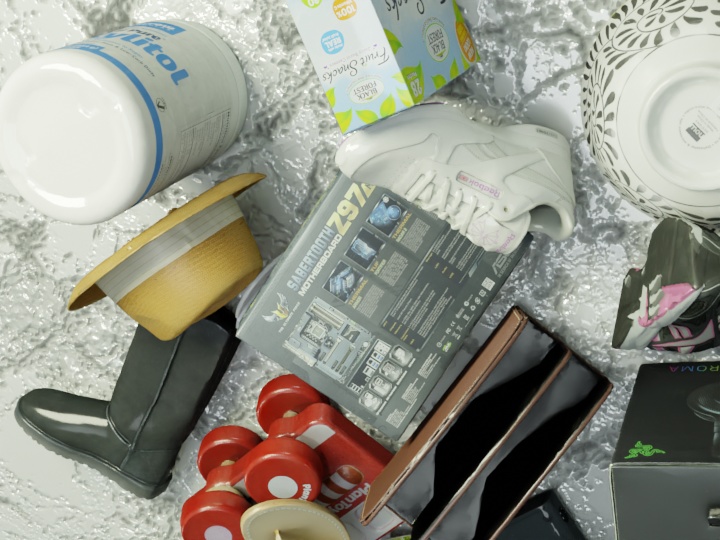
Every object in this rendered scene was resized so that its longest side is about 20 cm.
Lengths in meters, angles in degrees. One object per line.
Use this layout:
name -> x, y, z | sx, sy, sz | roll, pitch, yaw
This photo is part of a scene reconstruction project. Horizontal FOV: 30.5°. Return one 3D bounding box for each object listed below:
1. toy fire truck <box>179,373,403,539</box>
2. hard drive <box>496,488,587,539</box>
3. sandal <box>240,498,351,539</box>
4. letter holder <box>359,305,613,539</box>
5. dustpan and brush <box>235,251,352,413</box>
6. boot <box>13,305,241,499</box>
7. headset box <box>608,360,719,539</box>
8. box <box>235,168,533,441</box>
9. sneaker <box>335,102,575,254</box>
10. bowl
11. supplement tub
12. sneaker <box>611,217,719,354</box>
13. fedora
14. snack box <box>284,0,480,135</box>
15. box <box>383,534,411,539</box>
toy fire truck -> -0.055, 0.204, 1.170 | 0.168, 0.112, 0.200 | 40, 116, -20
hard drive -> 0.164, 0.306, 1.161 | 0.139, 0.033, 0.201 | -31, 96, 25
sandal -> -0.032, 0.270, 1.134 | 0.077, 0.070, 0.212 | -24, 140, 7
letter holder -> 0.100, 0.138, 1.032 | 0.100, 0.142, 0.200 | 38, 94, 3
dustpan and brush -> 0.000, 0.000, 1.096 | 0.139, 0.057, 0.200 | 35, 86, 6
boot -> -0.212, 0.090, 1.198 | 0.164, 0.066, 0.201 | 27, 118, 0
headset box -> 0.282, 0.146, 0.974 | 0.173, 0.200, 0.093 | -2, 108, 20
box -> 0.018, 0.010, 1.052 | 0.157, 0.051, 0.201 | 33, 93, -7
sneaker -> 0.079, -0.066, 0.979 | 0.199, 0.100, 0.075 | 4, 152, -23
bowl -> 0.252, -0.111, 0.956 | 0.199, 0.094, 0.202 | 6, 111, 17
supplement tub -> -0.184, -0.123, 1.043 | 0.131, 0.200, 0.133 | 6, 110, 16
sneaker -> 0.248, 0.017, 0.969 | 0.086, 0.200, 0.081 | 10, 80, 2
fedora -> -0.142, 0.000, 1.075 | 0.200, 0.201, 0.082 | -33, 91, 25
snack box -> 0.002, -0.218, 0.963 | 0.067, 0.169, 0.201 | -18, 102, 27
box -> 0.051, 0.350, 1.168 | 0.034, 0.110, 0.201 | -9, 111, -11
